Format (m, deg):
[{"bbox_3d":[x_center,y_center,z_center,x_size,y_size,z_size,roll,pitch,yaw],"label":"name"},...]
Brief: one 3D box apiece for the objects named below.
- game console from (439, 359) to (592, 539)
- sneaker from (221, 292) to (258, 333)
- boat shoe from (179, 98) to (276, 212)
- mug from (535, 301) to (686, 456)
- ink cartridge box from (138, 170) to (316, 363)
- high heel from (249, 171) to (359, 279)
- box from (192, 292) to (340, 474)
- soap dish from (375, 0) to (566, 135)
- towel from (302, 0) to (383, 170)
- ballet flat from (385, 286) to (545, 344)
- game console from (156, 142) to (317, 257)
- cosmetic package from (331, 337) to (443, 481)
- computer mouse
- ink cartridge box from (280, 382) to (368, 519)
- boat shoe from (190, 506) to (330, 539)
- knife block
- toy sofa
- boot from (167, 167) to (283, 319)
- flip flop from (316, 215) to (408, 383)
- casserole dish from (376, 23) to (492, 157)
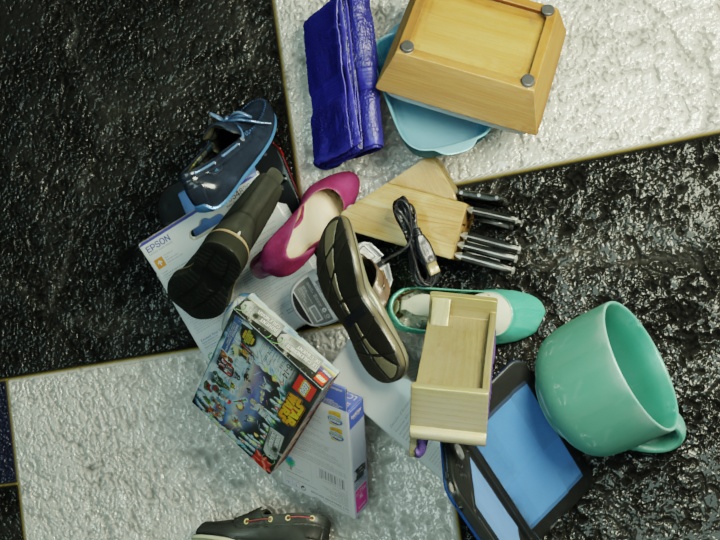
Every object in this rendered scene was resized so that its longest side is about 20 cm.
[{"bbox_3d":[0.181,0.234,1.030,0.117,0.171,0.201,-30,110,14],"label":"game console"},{"bbox_3d":[-0.136,0.117,1.196,0.071,0.073,0.202,7,128,7],"label":"sneaker"},{"bbox_3d":[-0.162,-0.161,1.184,0.083,0.202,0.069,-15,127,30],"label":"boat shoe"},{"bbox_3d":[0.273,0.142,1.050,0.114,0.151,0.187,-31,84,30],"label":"mug"},{"bbox_3d":[-0.157,0.003,1.222,0.198,0.041,0.202,-28,97,14],"label":"ink cartridge box"},{"bbox_3d":[-0.051,-0.064,1.146,0.199,0.096,0.068,-40,101,-30],"label":"high heel"},{"bbox_3d":[-0.116,0.138,1.106,0.136,0.040,0.201,40,135,10],"label":"box"},{"bbox_3d":[0.134,-0.259,1.105,0.197,0.082,0.159,17,64,8],"label":"soap dish"},{"bbox_3d":[-0.030,-0.235,1.174,0.147,0.049,0.204,-12,81,58],"label":"towel"},{"bbox_3d":[0.123,0.053,1.142,0.197,0.070,0.069,1,83,17],"label":"ballet flat"},{"bbox_3d":[-0.167,-0.061,1.259,0.198,0.031,0.179,-24,81,16],"label":"game console"},{"bbox_3d":[0.061,0.162,1.142,0.199,0.101,0.072,39,100,16],"label":"cosmetic package"},{"bbox_3d":[0.000,0.000,1.148,0.198,0.044,0.111,-27,99,22],"label":"computer mouse"},{"bbox_3d":[-0.049,0.197,1.145,0.118,0.042,0.203,18,128,31],"label":"ink cartridge box"},{"bbox_3d":[-0.128,0.344,1.218,0.198,0.074,0.064,-5,50,27],"label":"boat shoe"},{"bbox_3d":[0.095,-0.041,1.157,0.198,0.064,0.177,-31,79,14],"label":"knife block"},{"bbox_3d":[0.104,0.114,1.026,0.081,0.201,0.099,4,119,9],"label":"toy sofa"},{"bbox_3d":[-0.160,-0.029,1.162,0.077,0.139,0.200,37,144,-13],"label":"boot"},{"bbox_3d":[0.009,0.032,1.096,0.081,0.057,0.202,-38,75,48],"label":"flip flop"},{"bbox_3d":[0.085,-0.216,1.148,0.119,0.039,0.202,-15,65,-8],"label":"casserole dish"}]
